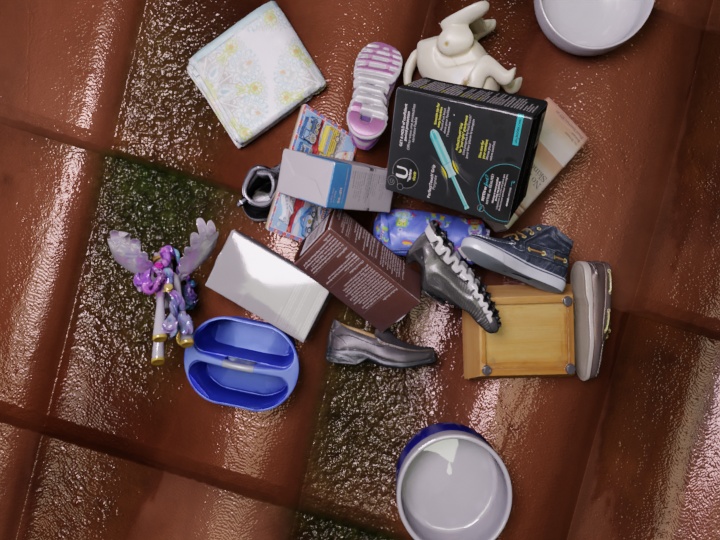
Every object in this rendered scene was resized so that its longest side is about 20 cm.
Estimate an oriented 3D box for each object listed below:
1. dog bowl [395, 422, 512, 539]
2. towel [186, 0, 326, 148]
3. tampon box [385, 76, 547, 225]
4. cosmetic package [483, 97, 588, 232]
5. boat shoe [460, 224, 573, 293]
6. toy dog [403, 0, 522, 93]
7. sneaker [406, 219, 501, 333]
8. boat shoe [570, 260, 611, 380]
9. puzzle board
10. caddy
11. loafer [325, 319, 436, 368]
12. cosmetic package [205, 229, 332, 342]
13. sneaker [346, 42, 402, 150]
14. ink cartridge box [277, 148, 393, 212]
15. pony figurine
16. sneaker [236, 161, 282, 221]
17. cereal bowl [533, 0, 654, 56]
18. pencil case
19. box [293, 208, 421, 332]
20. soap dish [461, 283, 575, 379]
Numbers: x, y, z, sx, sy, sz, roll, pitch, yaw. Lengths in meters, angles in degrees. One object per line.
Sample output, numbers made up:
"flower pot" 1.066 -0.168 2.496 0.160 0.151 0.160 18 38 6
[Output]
"dog bowl" 0.156 0.374 0.931 0.193 0.079 0.208 0 91 0
"towel" -0.182 -0.339 0.939 0.197 0.048 0.174 -34 94 1
"tampon box" 0.153 -0.183 0.796 0.195 0.126 0.154 19 121 21
"cosmetic package" 0.272 -0.175 0.916 0.103 0.087 0.201 41 91 -1
"boat shoe" 0.254 -0.039 0.871 0.195 0.071 0.094 21 81 -17
"toy dog" 0.172 -0.300 0.893 0.188 0.139 0.206 -17 91 14
"sneaker" 0.144 0.025 0.865 0.090 0.066 0.202 -37 89 21
"boat shoe" 0.401 0.087 0.929 0.057 0.072 0.208 -3 93 -7
"puzzle board" -0.073 -0.148 0.899 0.017 0.149 0.206 18 91 38
"caddy" -0.198 0.155 0.916 0.193 0.105 0.147 11 90 0
"loafer" 0.036 0.127 0.933 0.193 0.073 0.075 4 87 -1
"cosmetic package" -0.153 0.026 0.926 0.197 0.090 0.109 31 91 3
"sneaker" 0.019 -0.294 0.925 0.078 0.089 0.206 13 69 1
"ink cartridge box" -0.021 -0.139 0.861 0.114 0.197 0.069 21 105 37
"pony figurine" -0.309 0.022 0.857 0.161 0.194 0.206 -3 64 -24
"sneaker" -0.122 -0.156 0.905 0.198 0.114 0.076 -36 89 2
"cereal bowl" 0.384 -0.461 0.912 0.193 0.083 0.208 0 91 0
"pencil case" 0.117 -0.057 0.922 0.193 0.088 0.080 8 132 1
"box" 0.000 0.000 0.882 0.199 0.076 0.100 40 124 -18
"soap dish" 0.274 0.107 0.924 0.193 0.081 0.163 -1 91 -1
